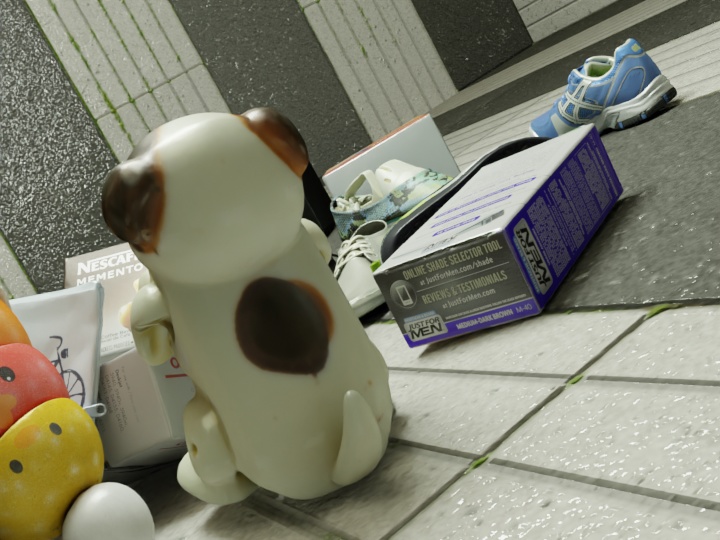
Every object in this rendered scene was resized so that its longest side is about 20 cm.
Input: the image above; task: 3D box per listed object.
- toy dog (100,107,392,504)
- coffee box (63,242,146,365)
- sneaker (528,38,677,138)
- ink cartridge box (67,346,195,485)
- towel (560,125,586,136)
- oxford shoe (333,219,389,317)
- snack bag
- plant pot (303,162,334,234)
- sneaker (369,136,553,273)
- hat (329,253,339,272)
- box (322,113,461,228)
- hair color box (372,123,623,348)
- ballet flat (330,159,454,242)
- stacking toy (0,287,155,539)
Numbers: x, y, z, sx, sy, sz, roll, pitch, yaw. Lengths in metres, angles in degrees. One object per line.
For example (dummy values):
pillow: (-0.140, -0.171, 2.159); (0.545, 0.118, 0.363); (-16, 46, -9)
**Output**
toy dog: (-0.067, 0.017, 0.515); (0.137, 0.203, 0.194); (-22, 12, -10)
coffee box: (-0.138, 0.031, 0.785); (0.196, 0.080, 0.116); (-14, 50, 2)
sneaker: (0.252, -0.189, 1.035); (0.075, 0.078, 0.199); (-37, 10, -31)
ink cartridge box: (-0.149, 0.102, 0.675); (0.198, 0.068, 0.115); (-27, -14, 25)
towel: (0.128, -0.082, 0.967); (0.198, 0.024, 0.152); (-30, 4, -15)
oxford shoe: (0.000, 0.000, 0.899); (0.074, 0.058, 0.200); (-24, 13, 17)
snack bag: (-0.245, 0.110, 0.647); (0.186, 0.204, 0.021); (-9, -18, 32)
plant pot: (-0.154, -0.107, 1.598); (0.198, 0.202, 0.178); (-30, 20, 0)
sneaker: (0.093, -0.055, 0.831); (0.197, 0.073, 0.083); (-28, 5, -7)
hat: (-0.080, 0.002, 1.066); (0.198, 0.082, 0.201); (-31, 8, 5)
box: (0.041, -0.113, 1.200); (0.151, 0.108, 0.200); (-29, 7, 3)
hair color box: (0.105, -0.029, 0.680); (0.108, 0.066, 0.200); (-19, 13, 38)
ballet flat: (0.027, -0.080, 1.016); (0.074, 0.075, 0.199); (-37, 8, -37)
stacking toy: (-0.196, 0.105, 0.548); (0.147, 0.198, 0.147); (-55, -17, -25)
